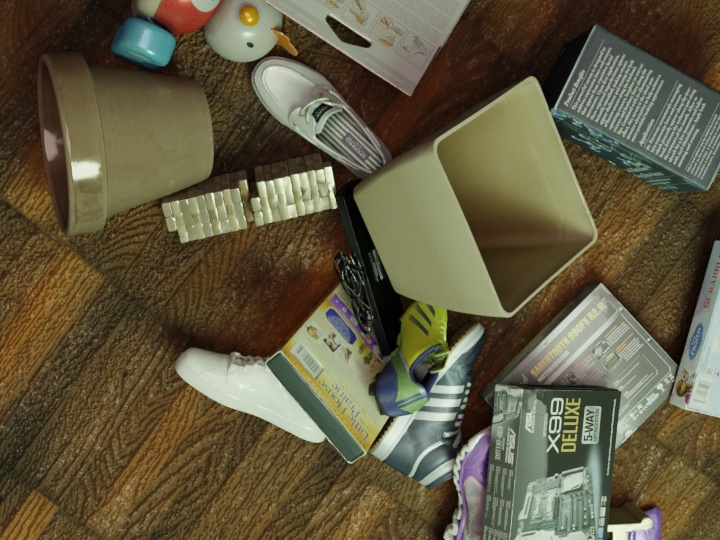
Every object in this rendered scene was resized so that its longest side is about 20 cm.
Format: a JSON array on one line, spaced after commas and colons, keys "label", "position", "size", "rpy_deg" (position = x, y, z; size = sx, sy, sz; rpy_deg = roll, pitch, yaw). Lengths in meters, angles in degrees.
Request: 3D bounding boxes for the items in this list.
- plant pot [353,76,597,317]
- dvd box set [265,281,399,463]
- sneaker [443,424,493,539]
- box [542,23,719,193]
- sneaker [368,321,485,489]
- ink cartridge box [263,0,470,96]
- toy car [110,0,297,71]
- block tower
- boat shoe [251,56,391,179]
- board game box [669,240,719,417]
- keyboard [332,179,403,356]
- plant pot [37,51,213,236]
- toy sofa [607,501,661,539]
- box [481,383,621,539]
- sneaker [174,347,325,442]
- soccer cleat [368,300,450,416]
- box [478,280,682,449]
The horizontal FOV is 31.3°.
[{"label": "plant pot", "position": [0.112, -0.072, 1.426], "size": [0.199, 0.176, 0.202], "rpy_deg": [-36, 108, -41]}, {"label": "dvd box set", "position": [-0.016, 0.110, 1.451], "size": [0.029, 0.200, 0.147], "rpy_deg": [-38, 96, 29]}, {"label": "sneaker", "position": [0.154, 0.273, 1.481], "size": [0.080, 0.088, 0.202], "rpy_deg": [-13, 123, -33]}, {"label": "box", "position": [0.314, -0.181, 1.475], "size": [0.199, 0.148, 0.108], "rpy_deg": [28, 91, -4]}, {"label": "sneaker", "position": [0.109, 0.165, 1.518], "size": [0.108, 0.070, 0.201], "rpy_deg": [37, 95, -2]}, {"label": "ink cartridge box", "position": [0.007, -0.305, 1.468], "size": [0.199, 0.045, 0.177], "rpy_deg": [33, 63, -4]}, {"label": "toy car", "position": [-0.153, -0.294, 1.443], "size": [0.198, 0.177, 0.186], "rpy_deg": [22, 89, -16]}, {"label": "block tower", "position": [-0.128, -0.085, 1.494], "size": [0.198, 0.058, 0.055], "rpy_deg": [-12, 117, -1]}, {"label": "boat shoe", "position": [-0.041, -0.182, 1.495], "size": [0.199, 0.067, 0.074], "rpy_deg": [35, 90, -4]}, {"label": "board game box", "position": [0.483, 0.086, 1.526], "size": [0.198, 0.041, 0.202], "rpy_deg": [16, 92, -19]}, {"label": "keyboard", "position": [0.000, 0.000, 1.494], "size": [0.039, 0.104, 0.202], "rpy_deg": [-14, 97, 25]}, {"label": "plant pot", "position": [-0.259, -0.149, 1.436], "size": [0.173, 0.200, 0.203], "rpy_deg": [-8, 93, -19]}, {"label": "toy sofa", "position": [0.325, 0.385, 1.534], "size": [0.096, 0.083, 0.203], "rpy_deg": [-2, 93, -3]}, {"label": "box", "position": [0.215, 0.229, 1.449], "size": [0.156, 0.050, 0.203], "rpy_deg": [6, 90, -36]}, {"label": "sneaker", "position": [-0.106, 0.109, 1.488], "size": [0.198, 0.074, 0.116], "rpy_deg": [24, 113, -13]}, {"label": "soccer cleat", "position": [0.075, 0.093, 1.460], "size": [0.083, 0.201, 0.065], "rpy_deg": [-17, 116, 31]}, {"label": "box", "position": [0.265, 0.138, 1.536], "size": [0.200, 0.048, 0.158], "rpy_deg": [-45, 94, -1]}]
